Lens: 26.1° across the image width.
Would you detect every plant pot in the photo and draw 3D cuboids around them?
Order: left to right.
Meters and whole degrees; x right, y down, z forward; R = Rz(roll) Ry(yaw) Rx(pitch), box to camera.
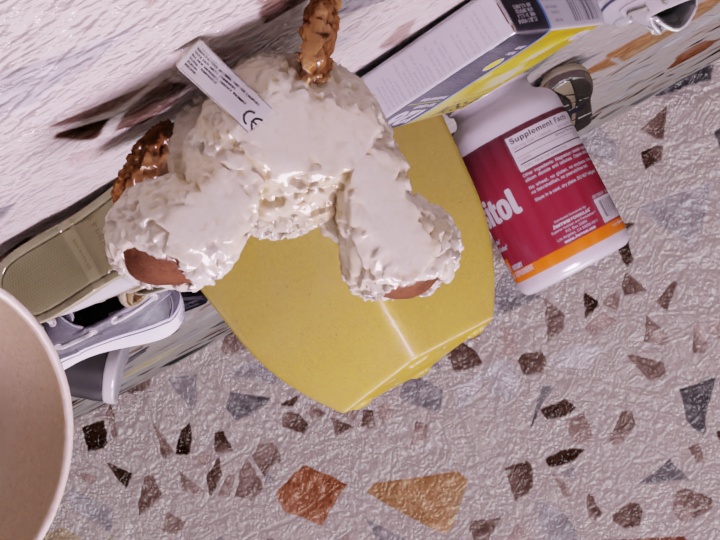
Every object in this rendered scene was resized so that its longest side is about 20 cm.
[{"bbox_3d":[0.000,0.000,1.330,0.195,0.201,0.194,-22,167,-45],"label":"plant pot"}]

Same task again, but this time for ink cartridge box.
[{"bbox_3d":[0.065,-0.148,1.169,0.199,0.047,0.197,-33,176,29],"label":"ink cartridge box"}]

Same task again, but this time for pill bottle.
[{"bbox_3d":[0.151,-0.090,1.404,0.112,0.202,0.113,-27,177,-1],"label":"pill bottle"}]

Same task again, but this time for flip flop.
[{"bbox_3d":[0.222,-0.195,1.786,0.080,0.058,0.200,-23,162,-4],"label":"flip flop"}]

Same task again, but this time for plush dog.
[{"bbox_3d":[-0.050,-0.069,0.877,0.197,0.163,0.172,2,-177,-17],"label":"plush dog"}]

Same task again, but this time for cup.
[{"bbox_3d":[-0.287,0.093,0.891,0.199,0.203,0.142,-25,-160,-39],"label":"cup"}]

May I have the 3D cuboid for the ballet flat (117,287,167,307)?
[{"bbox_3d":[-0.134,-0.027,1.195,0.067,0.063,0.199,-25,176,-44],"label":"ballet flat"}]

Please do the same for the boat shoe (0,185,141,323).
[{"bbox_3d":[-0.150,-0.027,1.050,0.198,0.076,0.068,-21,-176,6],"label":"boat shoe"}]

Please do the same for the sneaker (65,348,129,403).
[{"bbox_3d":[-0.279,0.067,1.553,0.098,0.072,0.200,7,-158,-3],"label":"sneaker"}]

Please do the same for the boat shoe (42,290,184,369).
[{"bbox_3d":[-0.252,0.043,1.336,0.198,0.072,0.068,-15,143,0],"label":"boat shoe"}]

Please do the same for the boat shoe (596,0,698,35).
[{"bbox_3d":[0.241,-0.223,1.267,0.073,0.067,0.200,-27,177,-8],"label":"boat shoe"}]

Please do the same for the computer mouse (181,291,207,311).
[{"bbox_3d":[-0.185,0.007,1.482,0.139,0.047,0.200,-21,172,21],"label":"computer mouse"}]
